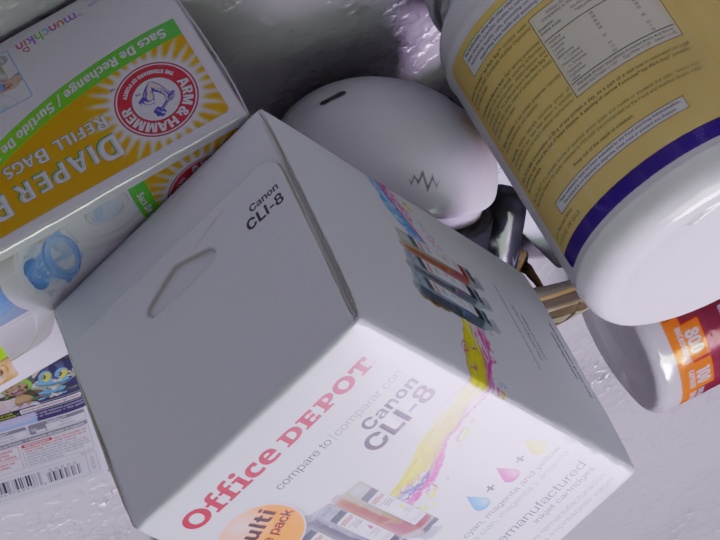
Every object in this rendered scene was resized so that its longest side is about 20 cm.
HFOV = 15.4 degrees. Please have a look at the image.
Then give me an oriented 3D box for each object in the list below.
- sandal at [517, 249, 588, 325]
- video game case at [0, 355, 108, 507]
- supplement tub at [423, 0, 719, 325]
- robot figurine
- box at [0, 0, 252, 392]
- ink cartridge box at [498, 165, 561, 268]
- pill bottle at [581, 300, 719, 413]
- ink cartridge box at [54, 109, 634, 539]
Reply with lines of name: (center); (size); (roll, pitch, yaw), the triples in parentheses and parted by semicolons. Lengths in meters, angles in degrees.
sandal: (0.062, 0.012, 1.521); (0.200, 0.054, 0.080); (-6, 165, -32)
video game case: (-0.238, 0.083, 1.371); (0.200, 0.023, 0.182); (-16, 148, -7)
supplement tub: (0.127, -0.091, 1.295); (0.145, 0.200, 0.145); (-25, 156, -12)
robot figurine: (0.001, -0.001, 1.367); (0.150, 0.125, 0.200); (-31, 136, -60)
box: (-0.146, -0.034, 1.230); (0.200, 0.101, 0.113); (-30, 151, -6)
ink cartridge box: (0.150, -0.100, 1.479); (0.196, 0.043, 0.200); (-35, 151, 8)
pill bottle: (0.242, -0.004, 1.641); (0.200, 0.114, 0.114); (-27, 151, -10)
ink cartridge box: (-0.009, 0.055, 1.204); (0.145, 0.145, 0.200); (-44, 133, 18)
